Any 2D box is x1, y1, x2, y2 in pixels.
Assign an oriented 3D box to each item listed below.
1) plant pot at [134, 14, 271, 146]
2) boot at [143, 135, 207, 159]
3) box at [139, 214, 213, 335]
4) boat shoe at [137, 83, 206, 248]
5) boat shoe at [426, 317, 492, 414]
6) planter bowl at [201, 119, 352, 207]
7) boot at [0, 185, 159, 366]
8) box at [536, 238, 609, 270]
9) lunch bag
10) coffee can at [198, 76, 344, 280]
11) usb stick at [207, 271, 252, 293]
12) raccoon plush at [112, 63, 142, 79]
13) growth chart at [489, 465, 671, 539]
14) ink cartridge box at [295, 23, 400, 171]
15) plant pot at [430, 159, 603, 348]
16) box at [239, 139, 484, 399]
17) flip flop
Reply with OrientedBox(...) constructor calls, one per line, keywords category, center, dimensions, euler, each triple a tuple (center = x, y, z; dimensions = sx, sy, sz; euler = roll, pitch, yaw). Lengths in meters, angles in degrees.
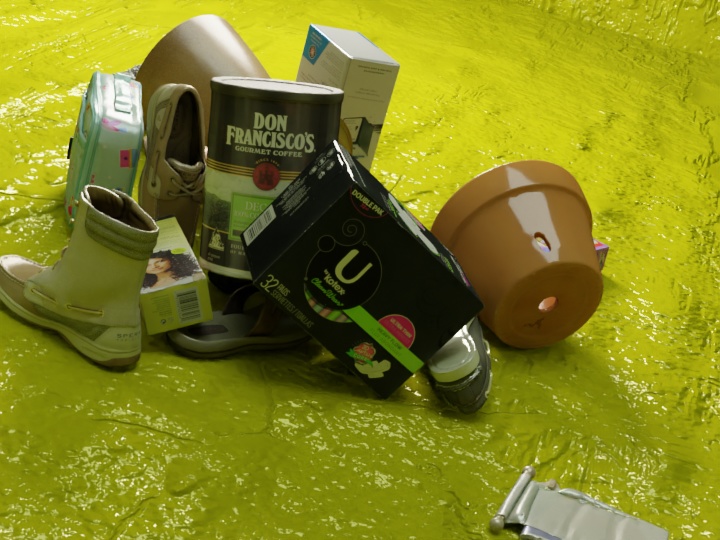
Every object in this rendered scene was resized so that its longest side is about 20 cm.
OrientedBox(category="plant pot", center=(-0.178, -0.211, 1.970), dimensions=(0.200, 0.188, 0.185), euler=(42, 33, 26))
OrientedBox(category="boot", center=(-0.165, -0.126, 1.753), dimensions=(0.153, 0.078, 0.200), euler=(-11, -19, 13))
OrientedBox(category="box", center=(-0.210, 0.001, 1.541), dimensions=(0.074, 0.051, 0.200), euler=(-14, 24, -13))
OrientedBox(category="boat shoe", center=(-0.208, -0.109, 1.647), dimensions=(0.070, 0.203, 0.064), euler=(-5, 8, -30))
OrientedBox(category="boat shoe", center=(0.103, 0.087, 1.564), dimensions=(0.071, 0.061, 0.202), euler=(-23, 19, 9))
OrientedBox(category="planter bowl", center=(-0.085, -0.093, 1.728), dimensions=(0.198, 0.202, 0.084), euler=(-1, 45, -32))
OrientedBox(category="boot", center=(-0.282, -0.014, 1.441), dimensions=(0.199, 0.156, 0.072), euler=(28, 26, 30))
OrientedBox(category="box", center=(0.219, -0.029, 1.930), dimensions=(0.136, 0.040, 0.199), euler=(30, 27, 35))
OrientedBox(category="lunch bag", center=(-0.303, -0.144, 1.727), dimensions=(0.076, 0.162, 0.200), euler=(8, 24, -15))
OrientedBox(category="coffee can", center=(-0.098, -0.101, 1.586), dimensions=(0.144, 0.203, 0.146), euler=(5, 11, -1))
OrientedBox(category="usb stick", center=(-0.084, 0.002, 1.687), dimensions=(0.198, 0.033, 0.055), euler=(-4, 22, -38))
OrientedBox(category="raccoon plush", center=(-0.339, -0.243, 2.088), dimensions=(0.133, 0.098, 0.199), euler=(-18, 6, -30))
OrientedBox(category="growth chart", center=(0.213, 0.244, 1.317), dimensions=(0.198, 0.018, 0.144), euler=(23, 25, 20))
OrientedBox(category="ink cartridge box", center=(-0.035, -0.216, 2.003), dimensions=(0.085, 0.202, 0.147), euler=(3, 25, -28))
OrientedBox(category="plant pot", center=(0.193, -0.007, 1.689), dimensions=(0.198, 0.201, 0.141), euler=(2, 41, -27))
OrientedBox(category="box", center=(0.000, 0.000, 1.486), dimensions=(0.200, 0.148, 0.125), euler=(42, 11, -25))
OrientedBox(category="flip flop", center=(-0.115, 0.044, 1.531), dimensions=(0.198, 0.058, 0.081), euler=(-8, 28, -39))
